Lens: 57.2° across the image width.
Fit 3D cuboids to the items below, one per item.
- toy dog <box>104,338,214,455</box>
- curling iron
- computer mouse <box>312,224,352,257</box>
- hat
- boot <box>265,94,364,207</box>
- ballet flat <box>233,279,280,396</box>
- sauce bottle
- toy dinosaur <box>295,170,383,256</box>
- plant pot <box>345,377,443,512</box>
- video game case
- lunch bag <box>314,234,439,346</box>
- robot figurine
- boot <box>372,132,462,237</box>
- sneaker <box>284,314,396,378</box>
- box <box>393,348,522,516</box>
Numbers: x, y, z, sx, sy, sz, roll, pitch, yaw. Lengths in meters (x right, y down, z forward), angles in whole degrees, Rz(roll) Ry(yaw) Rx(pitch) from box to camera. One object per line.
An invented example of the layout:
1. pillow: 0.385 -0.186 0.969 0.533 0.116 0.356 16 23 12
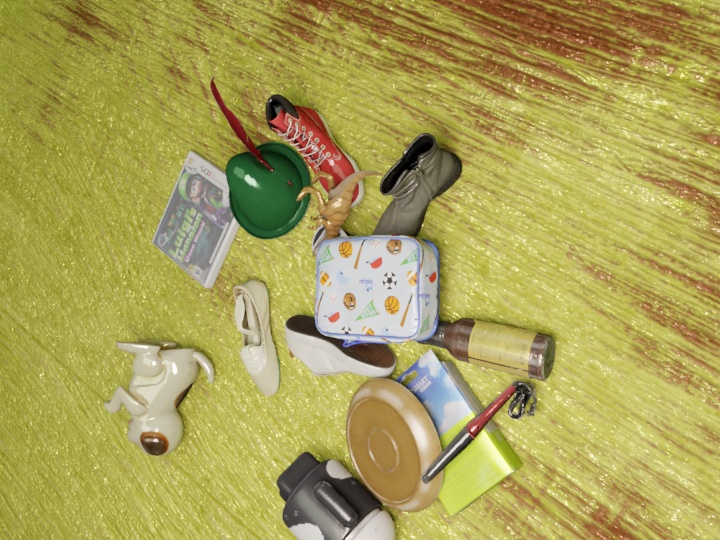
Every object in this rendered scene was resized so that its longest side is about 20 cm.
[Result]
1. toy dog: -0.370 0.237 1.224 0.189 0.140 0.205 8 88 -6
2. curling iron: 0.159 0.221 0.892 0.199 0.026 0.050 -39 65 1
3. computer mouse: 0.000 0.000 1.055 0.201 0.044 0.110 49 117 20
4. hat: -0.197 -0.162 1.094 0.166 0.176 0.201 -44 69 10
5. boot: -0.079 -0.190 1.059 0.072 0.143 0.202 -39 69 20
6. ballet flat: -0.187 0.117 1.145 0.068 0.069 0.205 -16 78 29
7. sauce bottle: 0.170 0.102 0.928 0.196 0.064 0.066 12 92 31
8. toy dinosaur: -0.034 -0.110 1.009 0.105 0.060 0.202 36 130 8
9. plant pot: 0.039 0.262 0.976 0.198 0.027 0.205 15 110 46
10. video game case: -0.306 -0.099 1.260 0.180 0.023 0.203 33 103 29
11. lunch bag: 0.019 0.031 0.967 0.196 0.075 0.165 0 90 34
12. robot figurine: -0.040 0.371 0.990 0.199 0.150 0.126 38 100 24
13. boot: 0.059 -0.111 0.975 0.068 0.130 0.201 46 109 25
14. sneaker: -0.032 0.138 1.060 0.196 0.073 0.086 19 126 25
15. box: 0.125 0.230 0.955 0.122 0.047 0.202 -43 66 21
